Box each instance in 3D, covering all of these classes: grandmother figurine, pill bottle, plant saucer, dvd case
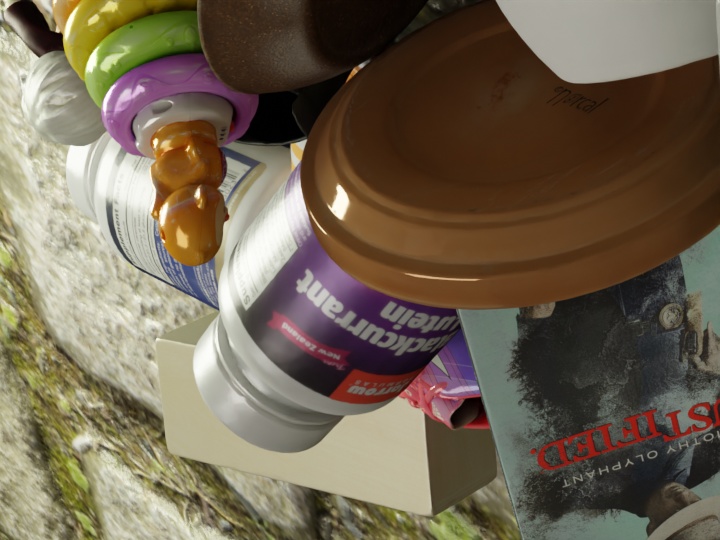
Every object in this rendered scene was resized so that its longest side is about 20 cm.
[{"bbox_3d":[-0.150,-0.121,1.212,0.121,0.200,0.061,29,110,-10],"label":"grandmother figurine"},{"bbox_3d":[0.000,0.000,1.047,0.111,0.111,0.200,49,129,12],"label":"pill bottle"},{"bbox_3d":[0.007,-0.157,0.903,0.037,0.200,0.201,29,145,20],"label":"plant saucer"},{"bbox_3d":[0.071,-0.061,0.893,0.200,0.200,0.032,28,147,43],"label":"plant saucer"},{"bbox_3d":[0.132,0.065,1.009,0.022,0.146,0.200,-108,2,-58],"label":"dvd case"},{"bbox_3d":[-0.086,-0.040,1.272,0.200,0.111,0.111,25,140,46],"label":"pill bottle"}]

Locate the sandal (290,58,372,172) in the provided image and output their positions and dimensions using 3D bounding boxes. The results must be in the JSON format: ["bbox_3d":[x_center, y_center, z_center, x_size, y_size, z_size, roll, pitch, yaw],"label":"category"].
[{"bbox_3d":[0.002,-0.030,1.156,0.079,0.059,0.207,28,146,43],"label":"sandal"}]

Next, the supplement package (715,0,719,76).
[{"bbox_3d":[0.214,-0.025,0.794,0.117,0.117,0.200,29,142,40],"label":"supplement package"}]

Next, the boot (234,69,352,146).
[{"bbox_3d":[-0.077,-0.115,1.075,0.200,0.138,0.078,-6,131,37],"label":"boot"}]

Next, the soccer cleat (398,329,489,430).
[{"bbox_3d":[0.035,0.043,1.128,0.200,0.073,0.068,13,159,27],"label":"soccer cleat"}]

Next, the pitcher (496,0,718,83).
[{"bbox_3d":[0.104,-0.176,0.806,0.171,0.121,0.200,10,118,60],"label":"pitcher"}]

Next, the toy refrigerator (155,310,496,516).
[{"bbox_3d":[-0.020,0.077,1.244,0.200,0.070,0.076,8,111,39],"label":"toy refrigerator"}]

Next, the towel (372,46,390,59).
[{"bbox_3d":[0.069,-0.048,1.109,0.200,0.022,0.145,18,137,53],"label":"towel"}]

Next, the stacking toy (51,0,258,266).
[{"bbox_3d":[-0.085,-0.091,0.957,0.116,0.110,0.200,116,146,-56],"label":"stacking toy"}]
